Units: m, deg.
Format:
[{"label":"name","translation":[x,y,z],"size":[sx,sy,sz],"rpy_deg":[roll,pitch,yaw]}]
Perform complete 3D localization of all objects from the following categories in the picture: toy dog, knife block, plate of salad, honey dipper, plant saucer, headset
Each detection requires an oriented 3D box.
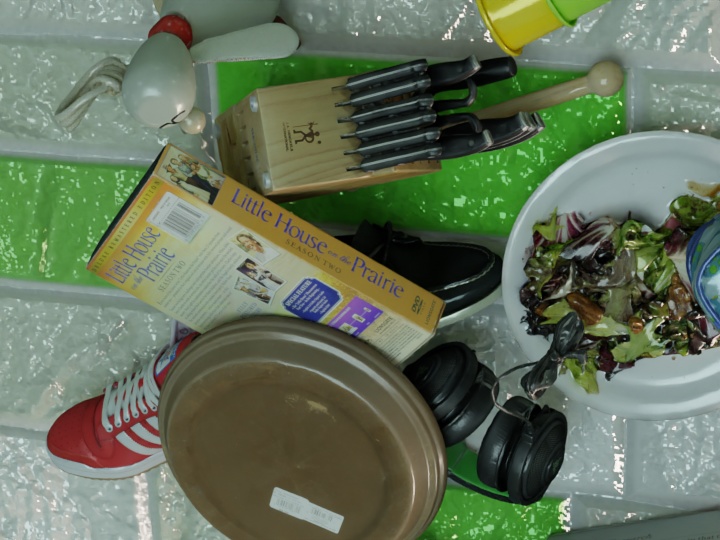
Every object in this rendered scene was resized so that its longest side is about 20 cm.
[{"label":"toy dog","translation":[-0.087,-0.137,1.151],"size":[0.096,0.200,0.132],"rpy_deg":[44,145,-20]},{"label":"knife block","translation":[0.011,-0.087,1.164],"size":[0.174,0.200,0.064],"rpy_deg":[-8,88,-16]},{"label":"plate of salad","translation":[0.188,0.010,1.170],"size":[0.199,0.048,0.201],"rpy_deg":[2,115,4]},{"label":"honey dipper","translation":[0.075,-0.096,1.185],"size":[0.199,0.038,0.038],"rpy_deg":[-17,107,23]},{"label":"plant saucer","translation":[-0.042,0.120,1.206],"size":[0.199,0.030,0.201],"rpy_deg":[9,125,13]},{"label":"headset","translation":[0.089,0.088,1.214],"size":[0.123,0.094,0.200],"rpy_deg":[35,158,-1]}]

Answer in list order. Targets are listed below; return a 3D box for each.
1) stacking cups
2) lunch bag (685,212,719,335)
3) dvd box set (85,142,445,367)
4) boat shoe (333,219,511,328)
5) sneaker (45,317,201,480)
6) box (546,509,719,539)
[{"label":"stacking cups","translation":[0.163,-0.193,1.096],"size":[0.199,0.061,0.061],"rpy_deg":[-23,104,26]},{"label":"lunch bag","translation":[0.304,-0.004,1.096],"size":[0.200,0.082,0.161],"rpy_deg":[-41,95,8]},{"label":"dvd box set","translation":[-0.063,0.009,1.176],"size":[0.199,0.030,0.146],"rpy_deg":[29,147,-10]},{"label":"boat shoe","translation":[0.001,-0.001,1.231],"size":[0.198,0.075,0.066],"rpy_deg":[-3,124,30]},{"label":"sneaker","translation":[-0.145,0.086,1.296],"size":[0.199,0.072,0.113],"rpy_deg":[-11,143,16]},{"label":"box","translation":[0.230,0.279,1.245],"size":[0.199,0.131,0.200],"rpy_deg":[-12,109,24]}]
